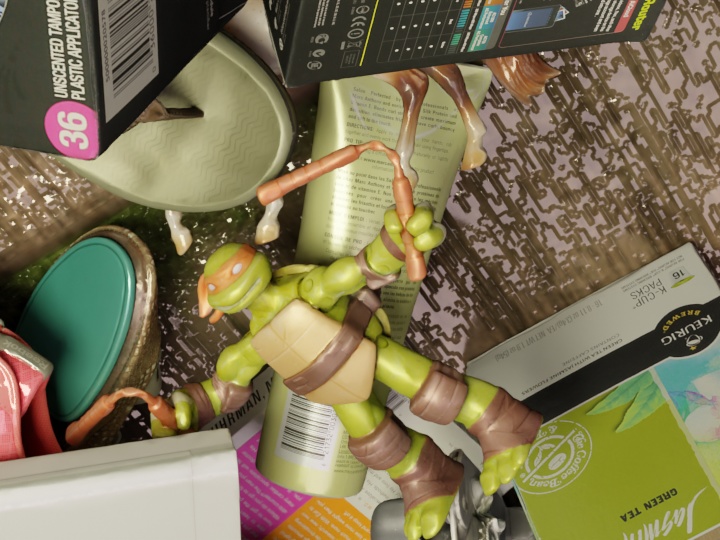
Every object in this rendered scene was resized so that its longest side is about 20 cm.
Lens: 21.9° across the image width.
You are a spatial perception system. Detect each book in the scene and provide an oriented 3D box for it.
[{"bbox_3d":[-0.040,0.122,0.915,0.200,0.048,0.134,-39,125,11],"label":"book"}]

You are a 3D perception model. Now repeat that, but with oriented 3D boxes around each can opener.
[{"bbox_3d":[0.060,0.146,0.925,0.067,0.053,0.200,-8,152,17],"label":"can opener"}]

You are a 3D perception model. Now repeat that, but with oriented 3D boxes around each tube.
[{"bbox_3d":[0.000,0.000,0.821,0.058,0.052,0.200,-7,114,-56],"label":"tube"}]

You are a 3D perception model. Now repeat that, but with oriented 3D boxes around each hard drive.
[{"bbox_3d":[-0.148,0.136,0.754,0.200,0.026,0.132,-8,122,-14],"label":"hard drive"}]

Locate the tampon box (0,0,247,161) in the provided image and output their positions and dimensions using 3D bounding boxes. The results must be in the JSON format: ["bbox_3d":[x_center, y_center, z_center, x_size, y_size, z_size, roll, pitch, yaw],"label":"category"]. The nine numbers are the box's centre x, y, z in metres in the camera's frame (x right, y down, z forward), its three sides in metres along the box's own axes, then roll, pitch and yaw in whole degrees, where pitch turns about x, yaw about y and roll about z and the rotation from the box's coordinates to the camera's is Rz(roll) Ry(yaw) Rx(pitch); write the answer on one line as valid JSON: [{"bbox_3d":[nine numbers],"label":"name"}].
[{"bbox_3d":[-0.150,-0.140,0.586,0.200,0.126,0.150,10,122,15],"label":"tampon box"}]

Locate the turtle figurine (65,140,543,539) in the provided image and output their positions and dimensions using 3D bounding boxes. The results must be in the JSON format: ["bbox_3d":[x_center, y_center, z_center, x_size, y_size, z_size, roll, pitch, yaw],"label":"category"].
[{"bbox_3d":[-0.016,0.042,0.773,0.161,0.064,0.200,41,114,-15],"label":"turtle figurine"}]

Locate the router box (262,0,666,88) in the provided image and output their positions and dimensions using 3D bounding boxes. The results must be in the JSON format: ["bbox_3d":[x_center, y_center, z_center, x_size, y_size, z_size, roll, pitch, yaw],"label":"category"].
[{"bbox_3d":[0.050,-0.149,0.639,0.150,0.062,0.200,-8,154,-14],"label":"router box"}]

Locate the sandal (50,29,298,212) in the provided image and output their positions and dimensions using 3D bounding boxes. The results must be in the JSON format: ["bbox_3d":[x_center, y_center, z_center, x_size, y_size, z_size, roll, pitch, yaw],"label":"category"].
[{"bbox_3d":[-0.121,-0.078,0.706,0.201,0.057,0.080,27,110,-8],"label":"sandal"}]

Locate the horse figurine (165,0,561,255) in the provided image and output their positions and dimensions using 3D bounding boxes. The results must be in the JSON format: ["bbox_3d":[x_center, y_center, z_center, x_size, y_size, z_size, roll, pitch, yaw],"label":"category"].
[{"bbox_3d":[-0.024,-0.085,0.756,0.200,0.050,0.133,-15,104,6],"label":"horse figurine"}]

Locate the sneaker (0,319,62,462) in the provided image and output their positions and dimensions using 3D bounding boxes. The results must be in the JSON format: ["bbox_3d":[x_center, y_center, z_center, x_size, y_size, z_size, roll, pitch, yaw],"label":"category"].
[{"bbox_3d":[-0.171,0.033,0.765,0.087,0.074,0.200,-18,110,20],"label":"sneaker"}]

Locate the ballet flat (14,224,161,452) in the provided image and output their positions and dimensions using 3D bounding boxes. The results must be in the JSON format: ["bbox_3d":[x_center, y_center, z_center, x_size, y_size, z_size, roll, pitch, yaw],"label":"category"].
[{"bbox_3d":[-0.130,0.060,0.843,0.065,0.071,0.200,-1,133,-49],"label":"ballet flat"}]

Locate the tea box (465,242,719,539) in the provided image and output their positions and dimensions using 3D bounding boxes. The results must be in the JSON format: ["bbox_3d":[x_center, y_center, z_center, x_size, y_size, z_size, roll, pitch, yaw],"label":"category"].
[{"bbox_3d":[0.168,0.136,0.887,0.134,0.197,0.200,-29,127,5],"label":"tea box"}]
